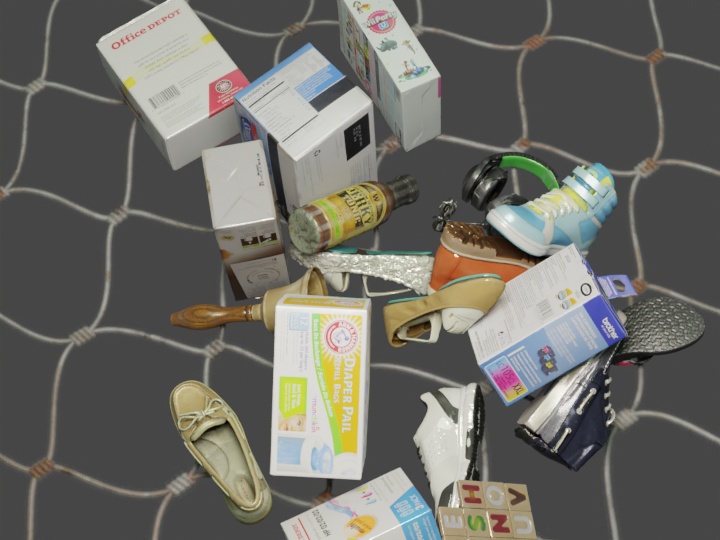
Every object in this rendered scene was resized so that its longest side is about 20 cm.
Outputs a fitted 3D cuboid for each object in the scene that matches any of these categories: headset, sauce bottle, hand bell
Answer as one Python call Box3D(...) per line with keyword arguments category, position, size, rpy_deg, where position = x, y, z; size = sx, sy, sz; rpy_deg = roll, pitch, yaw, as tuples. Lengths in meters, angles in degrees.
Box3D(category="headset", position=(0.180, -0.097, 1.636), size=(0.198, 0.094, 0.124), rpy_deg=(-23, 64, -22))
Box3D(category="sauce bottle", position=(-0.004, -0.080, 1.618), size=(0.199, 0.065, 0.065), rpy_deg=(-27, 62, -40))
Box3D(category="hand bell", position=(-0.146, 0.056, 1.591), size=(0.198, 0.104, 0.105), rpy_deg=(-6, 62, 14))

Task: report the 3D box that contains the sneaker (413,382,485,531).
Box3D(category="sneaker", position=(0.102, 0.232, 1.496), size=(0.079, 0.074, 0.202), rpy_deg=(-2, 58, 17))

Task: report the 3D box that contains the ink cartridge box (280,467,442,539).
Box3D(category="ink cartridge box", position=(-0.016, 0.315, 1.419), size=(0.198, 0.068, 0.115), rpy_deg=(-24, 21, -10))

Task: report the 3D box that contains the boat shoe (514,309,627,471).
Box3D(category="boat shoe", position=(0.279, 0.149, 1.513), size=(0.093, 0.075, 0.200), rpy_deg=(40, 84, -1))

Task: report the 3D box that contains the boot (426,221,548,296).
Box3D(category="boot", position=(0.181, 0.012, 1.598), size=(0.198, 0.108, 0.075), rpy_deg=(14, 24, -16))

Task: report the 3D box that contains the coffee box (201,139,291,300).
Box3D(category="coffee box", position=(-0.140, -0.058, 1.568), size=(0.079, 0.201, 0.115), rpy_deg=(-10, 62, -2))

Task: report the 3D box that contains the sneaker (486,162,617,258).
Box3D(category="sneaker", position=(0.245, -0.085, 1.555), size=(0.080, 0.199, 0.131), rpy_deg=(45, 111, 33))

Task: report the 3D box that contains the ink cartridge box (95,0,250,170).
Box3D(category="ink cartridge box", position=(-0.254, -0.263, 1.741), size=(0.144, 0.084, 0.201), rpy_deg=(-31, 66, -14))

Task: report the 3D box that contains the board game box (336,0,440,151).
Box3D(category="board game box", position=(0.038, -0.286, 1.707), size=(0.064, 0.148, 0.201), rpy_deg=(-26, 66, -10))

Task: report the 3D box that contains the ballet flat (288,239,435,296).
Box3D(category="ballet flat", position=(0.000, 0.000, 1.614), size=(0.197, 0.072, 0.072), rpy_deg=(6, 63, 7))

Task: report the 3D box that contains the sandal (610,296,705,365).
Box3D(category="sandal", position=(0.333, 0.089, 1.571), size=(0.198, 0.045, 0.076), rpy_deg=(-18, 59, 10))

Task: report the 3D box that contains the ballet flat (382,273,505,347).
Box3D(category="ballet flat", position=(0.104, 0.055, 1.532), size=(0.068, 0.199, 0.064), rpy_deg=(16, 68, -35))

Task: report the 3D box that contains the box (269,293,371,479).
Box3D(category="box", position=(-0.045, 0.134, 1.473), size=(0.111, 0.101, 0.203), rpy_deg=(2, 96, 3))

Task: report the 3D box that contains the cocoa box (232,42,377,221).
Box3D(category="cocoa box", position=(-0.068, -0.164, 1.619), size=(0.133, 0.201, 0.131), rpy_deg=(-38, 66, -16))

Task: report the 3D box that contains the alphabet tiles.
Box3D(category="alphabet tiles", position=(0.166, 0.334, 1.405), size=(0.166, 0.008, 0.202), rpy_deg=(9, 57, -29))

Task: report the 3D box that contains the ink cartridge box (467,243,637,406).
Box3D(category="ink cartridge box", position=(0.231, 0.055, 1.500), size=(0.199, 0.077, 0.137), rpy_deg=(-33, 26, 12))

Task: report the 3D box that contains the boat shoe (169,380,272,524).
Box3D(category="boat shoe", position=(-0.171, 0.211, 1.510), size=(0.073, 0.063, 0.202), rpy_deg=(-26, 65, -11))
